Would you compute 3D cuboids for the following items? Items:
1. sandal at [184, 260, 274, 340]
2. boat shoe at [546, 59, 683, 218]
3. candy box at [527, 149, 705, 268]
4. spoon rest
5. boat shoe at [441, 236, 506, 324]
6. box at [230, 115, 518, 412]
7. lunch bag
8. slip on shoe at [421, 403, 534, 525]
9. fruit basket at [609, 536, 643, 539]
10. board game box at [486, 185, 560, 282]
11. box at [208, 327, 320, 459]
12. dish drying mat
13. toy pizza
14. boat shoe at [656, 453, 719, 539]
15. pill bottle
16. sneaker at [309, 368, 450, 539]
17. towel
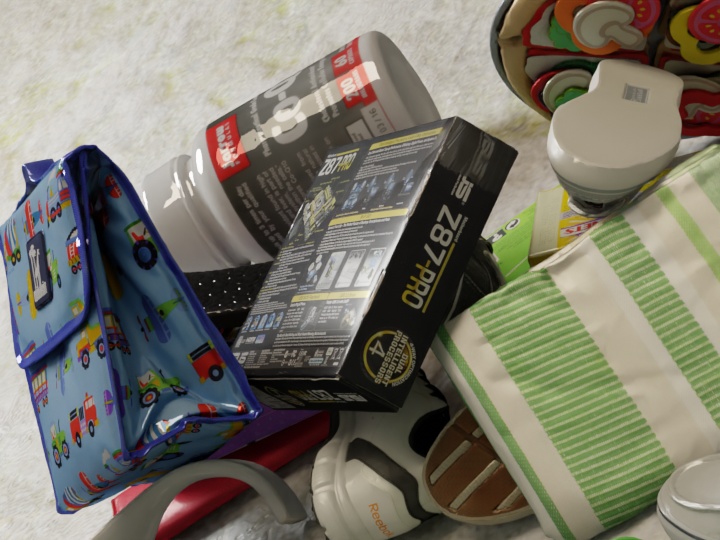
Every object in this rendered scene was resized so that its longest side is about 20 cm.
[{"bbox_3d":[-0.101,0.033,1.741,0.200,0.045,0.075,-9,32,26],"label":"sandal"},{"bbox_3d":[0.140,-0.065,1.523,0.072,0.069,0.200,12,20,3],"label":"boat shoe"},{"bbox_3d":[0.197,-0.042,1.551,0.200,0.026,0.102,-14,23,13],"label":"candy box"},{"bbox_3d":[-0.133,0.165,1.611,0.200,0.061,0.099,-27,-11,12],"label":"spoon rest"},{"bbox_3d":[0.043,-0.002,1.608,0.200,0.064,0.071,-114,46,-67],"label":"boat shoe"},{"bbox_3d":[0.000,0.000,1.527,0.161,0.049,0.200,-67,18,-12],"label":"box"},{"bbox_3d":[-0.152,0.024,1.593,0.094,0.200,0.151,-17,-11,-25],"label":"lunch bag"},{"bbox_3d":[0.123,0.068,1.475,0.200,0.076,0.061,-43,-15,2],"label":"slip on shoe"},{"bbox_3d":[0.073,0.224,1.157,0.215,0.156,0.216,-31,6,4],"label":"fruit basket"},{"bbox_3d":[0.118,0.011,1.605,0.095,0.030,0.200,-36,21,0],"label":"board game box"},{"bbox_3d":[-0.057,0.049,1.738,0.137,0.039,0.200,-25,18,25],"label":"box"},{"bbox_3d":[-0.068,0.113,1.693,0.200,0.018,0.077,-32,23,5],"label":"dish drying mat"},{"bbox_3d":[0.177,-0.130,1.620,0.200,0.200,0.032,-20,51,32],"label":"toy pizza"},{"bbox_3d":[0.213,0.098,1.285,0.200,0.065,0.074,-6,37,48],"label":"boat shoe"},{"bbox_3d":[-0.046,-0.073,1.892,0.200,0.114,0.114,-29,24,14],"label":"pill bottle"},{"bbox_3d":[0.023,0.086,1.567,0.080,0.074,0.200,-22,35,18],"label":"sneaker"},{"bbox_3d":[0.153,0.039,1.426,0.200,0.023,0.153,-33,66,3],"label":"towel"}]
